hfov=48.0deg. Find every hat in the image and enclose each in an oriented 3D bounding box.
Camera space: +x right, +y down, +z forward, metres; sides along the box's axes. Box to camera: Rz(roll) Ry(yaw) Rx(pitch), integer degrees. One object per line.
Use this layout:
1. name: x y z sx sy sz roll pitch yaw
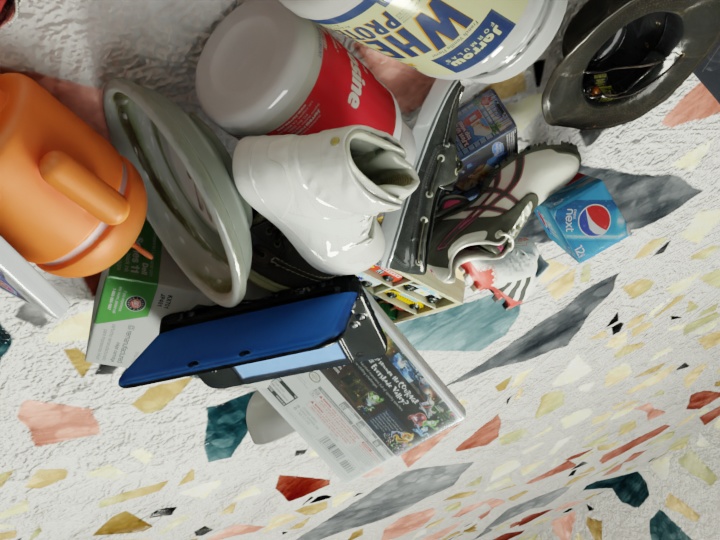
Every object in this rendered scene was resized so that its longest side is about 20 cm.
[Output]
1. hat: 0.254 -0.226 0.789 0.200 0.081 0.201 -14 154 -7

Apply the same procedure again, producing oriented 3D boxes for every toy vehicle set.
1. toy vehicle set: 0.000 0.000 0.884 0.199 0.027 0.124 26 152 -27

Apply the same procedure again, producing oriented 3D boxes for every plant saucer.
1. plant saucer: -0.136 -0.067 0.652 0.050 0.200 0.201 -32 153 -22

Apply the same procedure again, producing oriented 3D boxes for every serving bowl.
1. serving bowl: -0.073 0.149 1.077 0.199 0.066 0.200 -30 -175 3

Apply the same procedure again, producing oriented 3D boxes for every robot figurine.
1. robot figurine: -0.248 -0.070 0.622 0.143 0.117 0.200 -24 139 21

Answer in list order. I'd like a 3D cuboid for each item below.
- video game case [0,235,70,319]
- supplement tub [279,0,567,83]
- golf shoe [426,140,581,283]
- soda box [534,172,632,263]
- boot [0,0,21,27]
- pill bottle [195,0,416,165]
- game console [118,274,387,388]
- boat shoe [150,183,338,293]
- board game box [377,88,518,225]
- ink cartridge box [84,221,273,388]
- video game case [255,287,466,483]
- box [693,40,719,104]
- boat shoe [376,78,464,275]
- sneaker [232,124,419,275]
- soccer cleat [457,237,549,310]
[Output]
1. video game case: -0.318 -0.038 0.585 0.018 0.199 0.143 -58 156 -22
2. supplement tub: 0.045 -0.223 0.581 0.199 0.145 0.145 11 134 -43
3. golf shoe: 0.148 -0.058 0.839 0.199 0.088 0.077 -29 147 5
4. soda box: 0.242 -0.067 0.923 0.064 0.068 0.200 -31 -173 8
5. boot: -0.183 -0.193 0.471 0.199 0.145 0.073 -18 146 -14
6. pill bottle: -0.036 -0.134 0.690 0.112 0.113 0.200 -36 147 18
7. game console: -0.086 0.085 0.736 0.199 0.119 0.171 -12 138 12
8. boat shoe: -0.100 -0.040 0.762 0.200 0.072 0.066 28 131 -14
9. board game box: 0.075 -0.078 0.899 0.199 0.062 0.200 -23 149 -1
10. ink cartridge box: -0.167 0.038 0.833 0.199 0.083 0.147 11 136 -20
11. video game case: -0.008 0.139 0.938 0.181 0.023 0.200 -33 107 21
12. box: 0.480 -0.230 0.839 0.104 0.183 0.200 -10 145 -23
13. boat shoe: 0.068 -0.092 0.791 0.069 0.056 0.201 -24 133 -80
14. sneaker: 0.001 -0.049 0.646 0.115 0.074 0.200 -4 160 27
15. soccer cleat: 0.164 -0.011 0.948 0.085 0.069 0.200 -45 148 11
